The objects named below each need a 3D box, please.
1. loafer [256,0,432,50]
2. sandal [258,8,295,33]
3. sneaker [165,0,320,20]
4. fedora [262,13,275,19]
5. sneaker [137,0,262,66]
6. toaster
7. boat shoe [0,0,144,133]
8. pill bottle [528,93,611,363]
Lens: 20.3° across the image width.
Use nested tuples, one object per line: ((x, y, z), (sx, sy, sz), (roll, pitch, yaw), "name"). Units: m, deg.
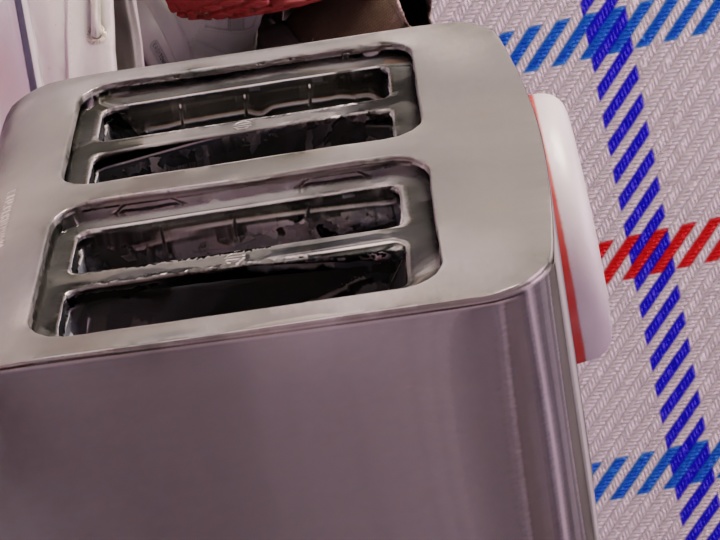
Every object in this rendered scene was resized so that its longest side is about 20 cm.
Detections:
((0.010, -0.101, 0.929), (0.073, 0.071, 0.200), (52, 10, -3), "loafer")
((-0.030, -0.140, 1.065), (0.055, 0.081, 0.201), (-58, -153, 27), "sandal")
((-0.017, -0.168, 0.848), (0.200, 0.077, 0.083), (-43, 117, -36), "sneaker")
((-0.067, -0.198, 1.007), (0.201, 0.091, 0.201), (44, 17, -17), "fedora")
((-0.065, -0.115, 0.938), (0.075, 0.100, 0.200), (46, -5, 15), "sneaker")
((-0.021, 0.025, 0.561), (0.181, 0.198, 0.119), (-93, 174, -61), "toaster")
((-0.088, -0.037, 0.707), (0.072, 0.065, 0.202), (31, 47, -84), "boat shoe")
((0.000, 0.000, 0.858), (0.116, 0.198, 0.117), (-12, 90, -86), "pill bottle")
